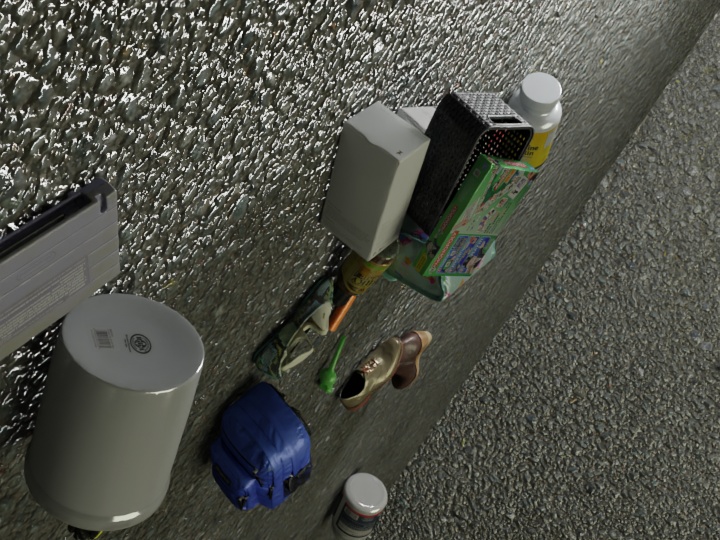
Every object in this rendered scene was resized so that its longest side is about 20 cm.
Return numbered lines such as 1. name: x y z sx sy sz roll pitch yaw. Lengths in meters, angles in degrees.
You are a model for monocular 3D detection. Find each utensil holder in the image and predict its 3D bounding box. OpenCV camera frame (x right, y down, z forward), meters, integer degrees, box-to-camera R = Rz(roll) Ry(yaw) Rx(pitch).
1. utensil holder: -0.270 0.154 1.011 0.169 0.169 0.203 -27 147 -54

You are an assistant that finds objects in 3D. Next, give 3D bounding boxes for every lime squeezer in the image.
1. lime squeezer: -0.067 0.220 1.891 0.202 0.037 0.072 103 -2 -48

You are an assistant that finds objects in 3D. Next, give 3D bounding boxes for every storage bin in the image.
1. storage bin: 0.154 -0.157 1.372 0.133 0.094 0.202 -9 135 -43

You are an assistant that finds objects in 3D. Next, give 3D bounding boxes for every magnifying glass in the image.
1. magnifying glass: -0.004 0.025 1.702 0.202 0.022 0.079 -56 162 7

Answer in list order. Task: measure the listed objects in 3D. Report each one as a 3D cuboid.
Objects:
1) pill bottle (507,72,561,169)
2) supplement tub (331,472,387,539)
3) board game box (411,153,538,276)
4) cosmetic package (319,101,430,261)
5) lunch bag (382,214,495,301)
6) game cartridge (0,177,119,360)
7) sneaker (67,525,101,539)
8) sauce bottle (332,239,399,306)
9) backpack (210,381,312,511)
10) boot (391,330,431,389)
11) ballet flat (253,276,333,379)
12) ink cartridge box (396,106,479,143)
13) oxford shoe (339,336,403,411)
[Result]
1. pill bottle: 0.346 -0.301 1.857 0.112 0.111 0.201 -44 160 -26
2. supplement tub: -0.007 0.729 2.782 0.140 0.139 0.202 -35 154 -45
3. board game box: 0.173 -0.078 1.371 0.133 0.029 0.202 1 128 -49
4. cosmetic package: 0.017 -0.128 1.337 0.084 0.107 0.202 -36 157 -40
5. lunch bag: 0.110 -0.057 1.567 0.170 0.198 0.124 -37 138 -38
6. game cartridge: -0.312 0.009 0.860 0.199 0.038 0.131 -41 162 -37
7. sneaker: -0.330 0.280 1.264 0.201 0.078 0.085 -49 170 14
8. sauce bottle: 0.000 0.000 1.538 0.065 0.065 0.200 -40 174 -36
9. backpack: -0.169 0.308 1.564 0.167 0.162 0.202 -38 158 -31
10. boot: 0.085 0.235 2.279 0.165 0.072 0.202 -14 139 -46
11. ballet flat: -0.094 0.102 1.534 0.201 0.074 0.075 -50 162 -15
12. ink cartridge box: 0.125 -0.184 1.476 0.198 0.085 0.147 -13 138 -44
13. oxford shoe: 0.026 0.232 2.081 0.201 0.070 0.075 -53 157 -8
